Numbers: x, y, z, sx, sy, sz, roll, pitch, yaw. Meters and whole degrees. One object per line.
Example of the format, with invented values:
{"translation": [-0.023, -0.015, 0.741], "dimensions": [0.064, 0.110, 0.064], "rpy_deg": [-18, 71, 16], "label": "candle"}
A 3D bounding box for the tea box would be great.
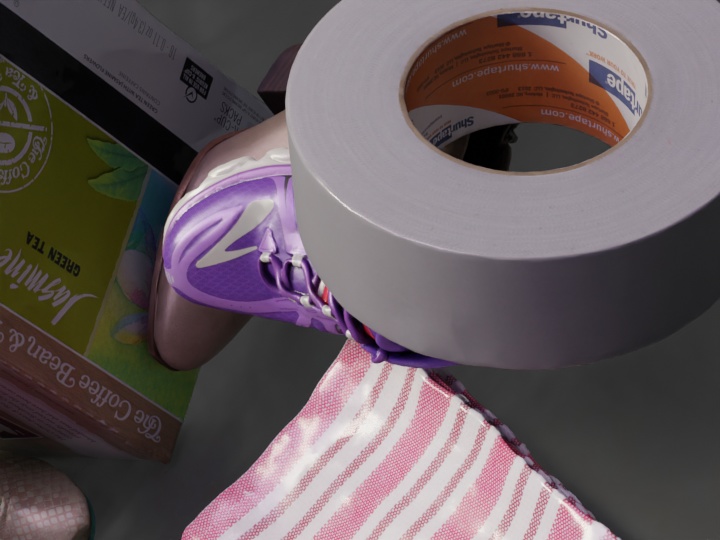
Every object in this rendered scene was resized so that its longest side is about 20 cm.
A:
{"translation": [-0.169, -0.034, 1.279], "dimensions": [0.133, 0.200, 0.198], "rpy_deg": [0, 64, 41], "label": "tea box"}

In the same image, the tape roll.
{"translation": [0.069, -0.052, 1.114], "dimensions": [0.199, 0.066, 0.201], "rpy_deg": [-2, 44, 2], "label": "tape roll"}

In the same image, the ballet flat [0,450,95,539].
{"translation": [-0.214, 0.115, 1.317], "dimensions": [0.199, 0.062, 0.068], "rpy_deg": [8, 86, 44], "label": "ballet flat"}

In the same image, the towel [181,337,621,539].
{"translation": [0.012, 0.120, 1.148], "dimensions": [0.147, 0.030, 0.200], "rpy_deg": [-50, 43, 3], "label": "towel"}

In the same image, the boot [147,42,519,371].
{"translation": [-0.005, -0.036, 1.238], "dimensions": [0.146, 0.070, 0.201], "rpy_deg": [10, 70, 41], "label": "boot"}

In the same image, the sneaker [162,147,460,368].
{"translation": [0.000, 0.000, 1.150], "dimensions": [0.199, 0.081, 0.083], "rpy_deg": [5, 30, 22], "label": "sneaker"}
